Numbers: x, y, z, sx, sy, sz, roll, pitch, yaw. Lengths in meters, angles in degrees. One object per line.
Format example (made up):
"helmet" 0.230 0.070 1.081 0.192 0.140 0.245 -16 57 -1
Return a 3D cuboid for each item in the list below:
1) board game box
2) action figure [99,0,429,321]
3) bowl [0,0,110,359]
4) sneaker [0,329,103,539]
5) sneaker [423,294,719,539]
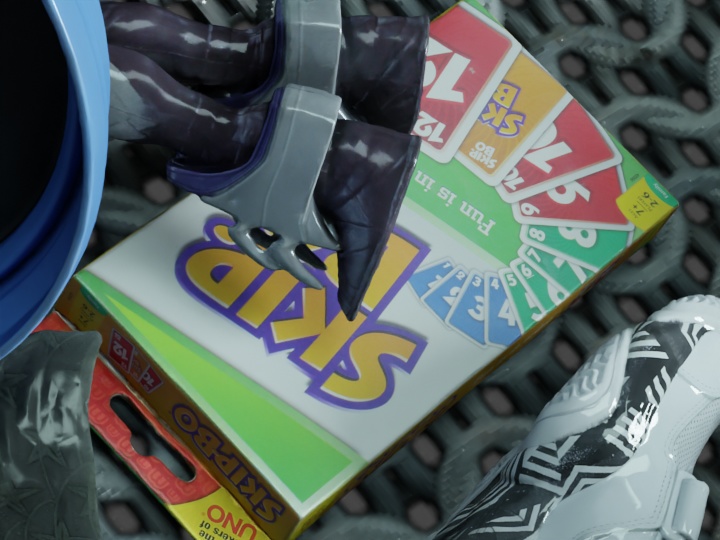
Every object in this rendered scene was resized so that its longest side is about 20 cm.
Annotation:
"board game box" 0.000 0.000 0.862 0.096 0.030 0.200 46 56 9
"action figure" -0.082 -0.059 0.809 0.200 0.069 0.130 19 30 -6
"bowl" -0.156 -0.053 0.723 0.200 0.201 0.039 28 37 -5
"sneaker" -0.091 0.112 0.729 0.104 0.060 0.200 -8 60 -23
"sneaker" 0.070 0.100 0.801 0.115 0.075 0.200 43 58 6
